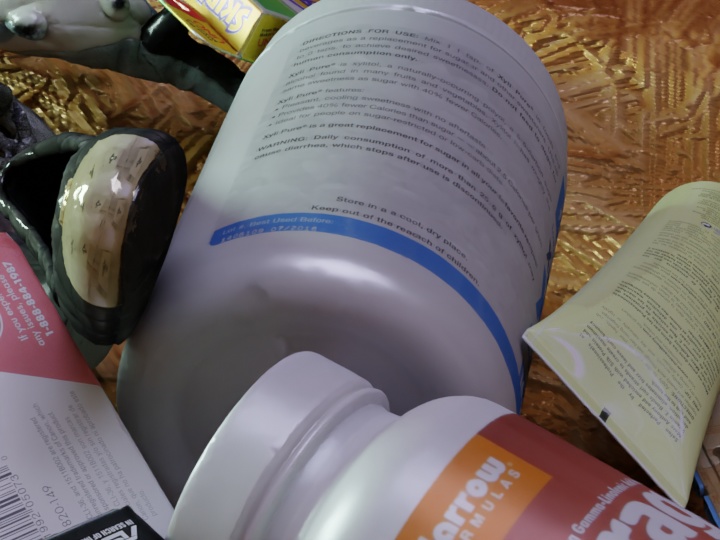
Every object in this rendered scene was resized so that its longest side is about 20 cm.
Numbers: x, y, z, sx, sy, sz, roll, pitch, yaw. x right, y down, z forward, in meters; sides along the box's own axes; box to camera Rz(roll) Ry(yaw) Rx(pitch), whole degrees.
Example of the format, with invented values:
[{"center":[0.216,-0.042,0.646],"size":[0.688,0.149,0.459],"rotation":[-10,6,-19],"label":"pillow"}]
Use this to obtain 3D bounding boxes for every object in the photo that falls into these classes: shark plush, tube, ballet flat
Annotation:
[{"center":[-0.125,-0.117,1.062],"size":[0.200,0.083,0.091],"rotation":[12,69,14],"label":"shark plush"},{"center":[0.106,0.018,0.895],"size":[0.058,0.052,0.200],"rotation":[8,20,14],"label":"tube"},{"center":[-0.089,-0.014,0.787],"size":[0.057,0.067,0.200],"rotation":[20,-4,-8],"label":"ballet flat"}]

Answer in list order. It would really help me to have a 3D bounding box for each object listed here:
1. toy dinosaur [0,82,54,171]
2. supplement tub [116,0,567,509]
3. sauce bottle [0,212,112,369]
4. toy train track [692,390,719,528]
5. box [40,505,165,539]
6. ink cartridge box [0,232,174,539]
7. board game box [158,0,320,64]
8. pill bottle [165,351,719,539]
[{"center":[-0.131,-0.045,0.959],"size":[0.200,0.088,0.047],"rotation":[30,74,31],"label":"toy dinosaur"},{"center":[0.000,0.000,0.872],"size":[0.132,0.132,0.200],"rotation":[10,35,6],"label":"supplement tub"},{"center":[-0.177,-0.016,0.929],"size":[0.200,0.066,0.066],"rotation":[23,37,21],"label":"sauce bottle"},{"center":[0.134,0.100,0.839],"size":[0.114,0.033,0.200],"rotation":[-7,30,-6],"label":"toy train track"},{"center":[-0.096,0.169,0.646],"size":[0.200,0.086,0.164],"rotation":[-22,43,-35],"label":"box"},{"center":[-0.169,0.080,0.741],"size":[0.200,0.068,0.117],"rotation":[-22,72,-34],"label":"ink cartridge box"},{"center":[-0.015,-0.101,1.029],"size":[0.200,0.030,0.096],"rotation":[10,26,-47],"label":"board game box"},{"center":[0.047,0.106,0.719],"size":[0.200,0.112,0.112],"rotation":[29,39,18],"label":"pill bottle"}]
